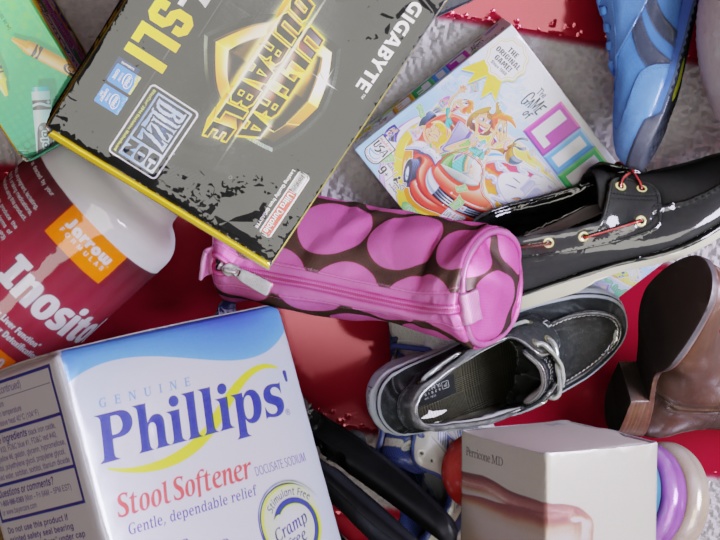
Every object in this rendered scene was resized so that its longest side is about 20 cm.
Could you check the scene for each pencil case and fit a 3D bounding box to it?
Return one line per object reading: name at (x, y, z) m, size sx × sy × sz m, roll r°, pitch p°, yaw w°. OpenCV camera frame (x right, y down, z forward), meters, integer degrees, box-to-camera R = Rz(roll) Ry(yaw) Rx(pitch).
pencil case at (0.000, 0.000, 1.168) m, size 0.200 × 0.094 × 0.091 m, roll 8°, pitch 101°, yaw 24°

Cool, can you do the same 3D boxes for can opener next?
can opener at (-0.005, 0.139, 1.206) m, size 0.063 × 0.200 × 0.079 m, roll -44°, pitch 127°, yaw -20°

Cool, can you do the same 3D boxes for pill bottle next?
pill bottle at (-0.195, -0.016, 1.172) m, size 0.200 × 0.113 × 0.113 m, roll -43°, pitch 106°, yaw 6°

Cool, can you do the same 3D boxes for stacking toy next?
stacking toy at (0.142, 0.146, 1.237) m, size 0.200 × 0.085 × 0.085 m, roll 14°, pitch 105°, yaw -35°

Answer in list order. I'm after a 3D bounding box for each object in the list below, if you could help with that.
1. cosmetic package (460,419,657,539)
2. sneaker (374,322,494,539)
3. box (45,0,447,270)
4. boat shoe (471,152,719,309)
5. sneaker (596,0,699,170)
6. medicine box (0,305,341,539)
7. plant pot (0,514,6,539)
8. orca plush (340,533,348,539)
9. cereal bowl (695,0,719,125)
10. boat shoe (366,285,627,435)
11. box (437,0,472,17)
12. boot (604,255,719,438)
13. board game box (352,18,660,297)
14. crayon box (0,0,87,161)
cosmetic package at (0.122, 0.201, 1.137) m, size 0.087 × 0.103 × 0.200 m, roll -2°, pitch 93°, yaw -28°
sneaker at (0.048, 0.096, 1.236) m, size 0.088 × 0.075 × 0.200 m, roll -28°, pitch 111°, yaw -42°
box at (-0.067, -0.126, 1.069) m, size 0.160 × 0.049 × 0.200 m, roll 32°, pitch 99°, yaw -13°
boat shoe at (0.170, -0.037, 1.194) m, size 0.201 × 0.074 × 0.063 m, roll -20°, pitch 115°, yaw 3°
sneaker at (0.181, -0.166, 1.187) m, size 0.078 × 0.066 × 0.200 m, roll 12°, pitch 85°, yaw 9°
medicine box at (-0.121, 0.139, 1.124) m, size 0.182 × 0.103 × 0.200 m, roll -12°, pitch 86°, yaw -46°
plant pot at (-0.205, 0.186, 1.210) m, size 0.200 × 0.186 × 0.186 m, roll 14°, pitch 104°, yaw -26°
orca plush at (-0.024, 0.264, 1.292) m, size 0.105 × 0.071 × 0.200 m, roll -5°, pitch 106°, yaw -5°
cereal bowl at (0.287, -0.149, 1.186) m, size 0.200 × 0.083 × 0.200 m, roll 2°, pitch 87°, yaw -38°
boat shoe at (0.103, 0.067, 1.190) m, size 0.200 × 0.071 × 0.072 m, roll -23°, pitch 108°, yaw -23°
box at (-0.024, -0.240, 1.128) m, size 0.197 × 0.117 × 0.200 m, roll -25°, pitch 108°, yaw 1°
boot at (0.284, 0.054, 1.231) m, size 0.200 × 0.064 × 0.186 m, roll 2°, pitch 146°, yaw -14°
board game box at (0.106, -0.052, 1.239) m, size 0.134 × 0.034 × 0.200 m, roll -39°, pitch 106°, yaw 4°
crayon box at (-0.233, -0.175, 1.121) m, size 0.058 × 0.119 × 0.200 m, roll -30°, pitch 106°, yaw 2°
